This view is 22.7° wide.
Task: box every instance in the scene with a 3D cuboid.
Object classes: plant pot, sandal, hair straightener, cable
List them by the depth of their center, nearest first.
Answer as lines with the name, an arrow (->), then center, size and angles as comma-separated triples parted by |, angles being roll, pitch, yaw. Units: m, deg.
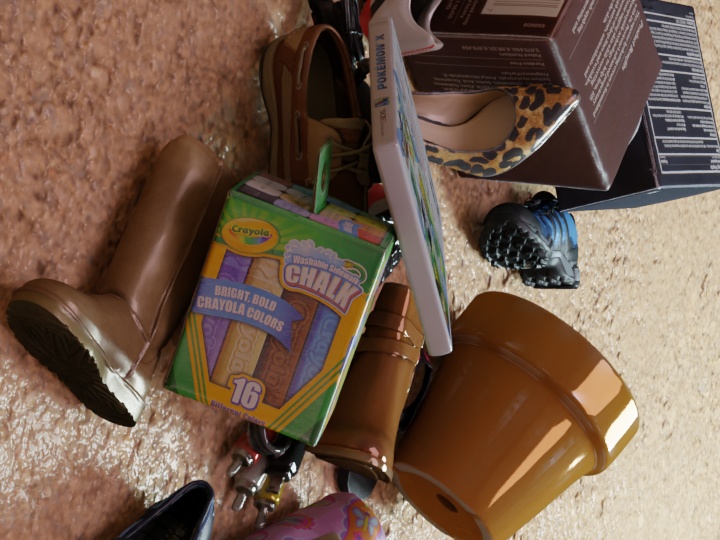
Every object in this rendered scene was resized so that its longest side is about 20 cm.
hair straightener -> -0.003, -0.168, 1.454 | 0.041, 0.077, 0.202 | -5, 84, -30
cable -> -0.062, 0.112, 1.494 | 0.201, 0.050, 0.098 | -68, 149, -41
sandal -> 0.033, 0.116, 1.631 | 0.075, 0.045, 0.201 | 41, 61, -53
plant pot -> 0.128, 0.154, 1.678 | 0.183, 0.199, 0.201 | -48, 136, -20

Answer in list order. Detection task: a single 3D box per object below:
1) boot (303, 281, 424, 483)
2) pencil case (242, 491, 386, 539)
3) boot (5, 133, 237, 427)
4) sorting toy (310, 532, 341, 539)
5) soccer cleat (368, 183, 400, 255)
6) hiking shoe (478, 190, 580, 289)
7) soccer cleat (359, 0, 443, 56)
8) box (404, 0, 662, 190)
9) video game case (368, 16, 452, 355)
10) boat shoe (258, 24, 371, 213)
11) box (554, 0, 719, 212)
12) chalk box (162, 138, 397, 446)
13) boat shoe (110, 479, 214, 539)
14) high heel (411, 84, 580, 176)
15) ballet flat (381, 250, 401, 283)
boot -> 0.019, 0.089, 1.474 | 0.200, 0.076, 0.156 | 19, 92, -85
pencil case -> -0.060, 0.251, 1.473 | 0.200, 0.087, 0.088 | -24, 116, -54
boot -> -0.164, -0.013, 1.276 | 0.176, 0.066, 0.201 | 67, 42, -57
sorting toy -> -0.078, 0.329, 1.365 | 0.197, 0.070, 0.201 | -19, 119, -12
soccer cleat -> -0.047, -0.030, 1.468 | 0.199, 0.073, 0.069 | -19, 134, -37
hiking shoe -> 0.169, -0.042, 1.810 | 0.200, 0.074, 0.087 | 37, 54, -64
soccer cleat -> 0.051, -0.281, 1.543 | 0.068, 0.085, 0.202 | 19, 80, -57
box -> 0.159, -0.204, 1.658 | 0.167, 0.163, 0.201 | -63, 143, -30
video game case -> 0.038, -0.067, 1.393 | 0.183, 0.022, 0.201 | -91, 168, -53
boat shoe -> -0.029, -0.098, 1.403 | 0.075, 0.074, 0.202 | -6, 78, -37
box -> 0.276, -0.168, 1.855 | 0.199, 0.123, 0.200 | -5, 82, -57
chalk box -> -0.047, 0.004, 1.322 | 0.124, 0.123, 0.201 | -53, 164, -77
boat shoe -> -0.169, 0.216, 1.293 | 0.069, 0.084, 0.200 | -66, 177, 38
high heel -> 0.080, -0.136, 1.525 | 0.143, 0.199, 0.072 | 44, 30, -56
ballet flat -> 0.000, 0.000, 1.539 | 0.200, 0.066, 0.057 | -45, 149, -42
